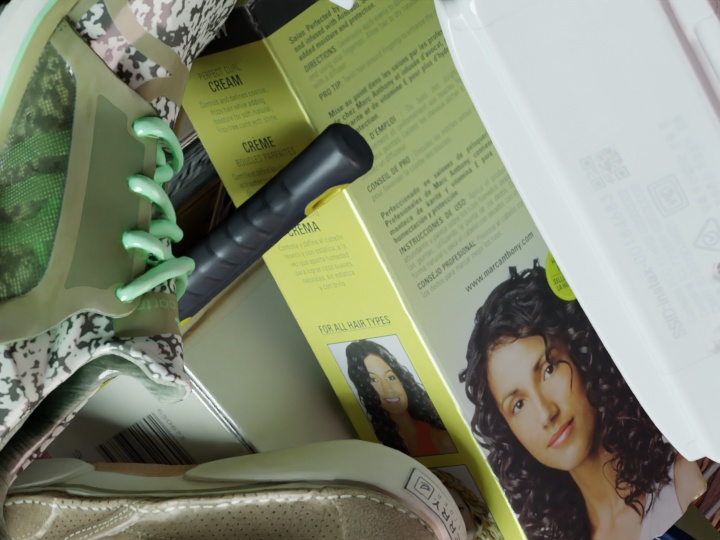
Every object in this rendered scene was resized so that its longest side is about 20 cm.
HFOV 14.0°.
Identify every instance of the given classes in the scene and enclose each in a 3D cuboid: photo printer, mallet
[{"bbox_3d":[0.074,-0.063,0.807,0.069,0.166,0.200,-25,-152,12],"label":"photo printer"},{"bbox_3d":[-0.079,0.029,0.775,0.200,0.041,0.066,-42,165,23],"label":"mallet"}]

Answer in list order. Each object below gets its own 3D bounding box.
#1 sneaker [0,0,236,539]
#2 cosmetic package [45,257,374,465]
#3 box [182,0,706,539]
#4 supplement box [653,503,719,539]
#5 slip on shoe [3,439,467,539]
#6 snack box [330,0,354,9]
[{"bbox_3d":[-0.067,-0.004,0.728,0.200,0.089,0.077,-56,166,-5],"label":"sneaker"},{"bbox_3d":[0.000,0.000,0.909,0.200,0.073,0.104,-45,-173,-34],"label":"cosmetic package"},{"bbox_3d":[0.021,-0.001,0.821,0.050,0.200,0.075,-10,-155,49],"label":"box"},{"bbox_3d":[0.032,0.147,1.114,0.200,0.134,0.200,-56,-167,5],"label":"supplement box"},{"bbox_3d":[-0.064,0.097,0.824,0.076,0.200,0.061,62,36,-27],"label":"slip on shoe"},{"bbox_3d":[0.035,-0.163,0.750,0.200,0.024,0.072,-59,169,-25],"label":"snack box"}]
